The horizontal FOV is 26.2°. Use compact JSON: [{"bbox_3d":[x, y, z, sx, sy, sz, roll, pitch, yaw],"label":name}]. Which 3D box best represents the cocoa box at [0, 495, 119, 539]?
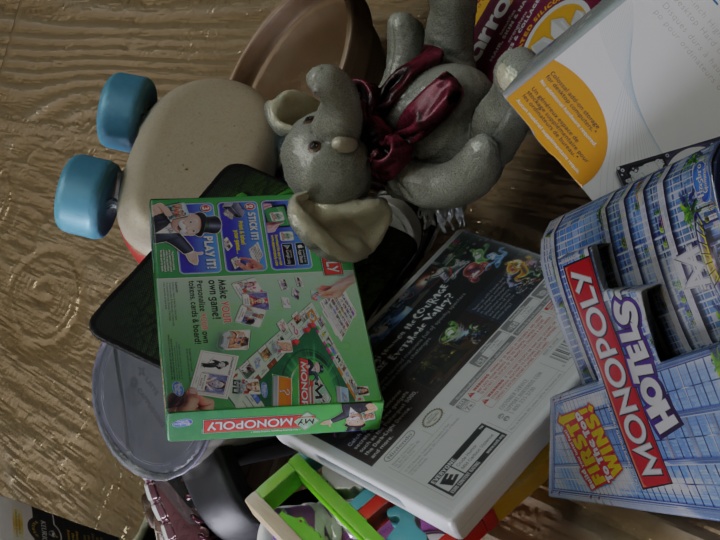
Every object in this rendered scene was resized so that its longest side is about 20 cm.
[{"bbox_3d":[-0.284,0.322,1.326,0.133,0.131,0.200,-49,34,23],"label":"cocoa box"}]

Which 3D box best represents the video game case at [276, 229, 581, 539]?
[{"bbox_3d":[0.065,0.064,0.987,0.200,0.023,0.181,-45,38,-20],"label":"video game case"}]

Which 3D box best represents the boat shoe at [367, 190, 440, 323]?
[{"bbox_3d":[0.000,0.000,1.204,0.060,0.074,0.200,-36,-14,-45],"label":"boat shoe"}]

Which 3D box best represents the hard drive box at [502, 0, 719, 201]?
[{"bbox_3d":[0.207,-0.110,0.869,0.200,0.156,0.077,-39,5,36],"label":"hard drive box"}]

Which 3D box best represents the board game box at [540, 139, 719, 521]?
[{"bbox_3d":[0.163,0.053,0.846,0.200,0.061,0.201,-28,82,56],"label":"board game box"}]

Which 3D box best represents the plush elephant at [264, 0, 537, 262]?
[{"bbox_3d":[0.013,-0.095,1.034,0.201,0.154,0.165,103,150,-45],"label":"plush elephant"}]

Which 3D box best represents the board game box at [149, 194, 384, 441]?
[{"bbox_3d":[-0.067,0.025,1.012,0.201,0.134,0.029,-102,14,-46],"label":"board game box"}]

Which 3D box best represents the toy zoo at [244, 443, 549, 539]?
[{"bbox_3d":[0.039,0.124,0.992,0.200,0.021,0.131,-39,49,-14],"label":"toy zoo"}]

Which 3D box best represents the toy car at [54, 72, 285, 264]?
[{"bbox_3d":[-0.125,-0.031,1.232,0.200,0.183,0.177,94,-169,-53],"label":"toy car"}]

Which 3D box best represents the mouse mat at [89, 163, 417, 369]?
[{"bbox_3d":[-0.069,0.009,1.059,0.200,0.160,0.008,-53,-20,-41],"label":"mouse mat"}]

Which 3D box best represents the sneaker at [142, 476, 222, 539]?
[{"bbox_3d":[-0.097,0.194,1.164,0.115,0.075,0.201,0,102,44],"label":"sneaker"}]

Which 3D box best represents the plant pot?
[{"bbox_3d":[-0.037,-0.144,1.336,0.201,0.092,0.202,-35,42,39],"label":"plant pot"}]

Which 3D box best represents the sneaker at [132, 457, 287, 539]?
[{"bbox_3d":[-0.134,0.189,1.251,0.200,0.075,0.071,-55,32,16],"label":"sneaker"}]

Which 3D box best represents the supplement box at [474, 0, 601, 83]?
[{"bbox_3d":[0.147,-0.145,1.065,0.111,0.085,0.200,-60,31,7],"label":"supplement box"}]

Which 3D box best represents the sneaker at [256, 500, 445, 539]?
[{"bbox_3d":[0.002,0.165,1.028,0.201,0.114,0.073,-54,31,13],"label":"sneaker"}]

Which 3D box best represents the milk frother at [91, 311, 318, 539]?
[{"bbox_3d":[-0.047,0.074,1.095,0.181,0.188,0.200,50,118,23],"label":"milk frother"}]
